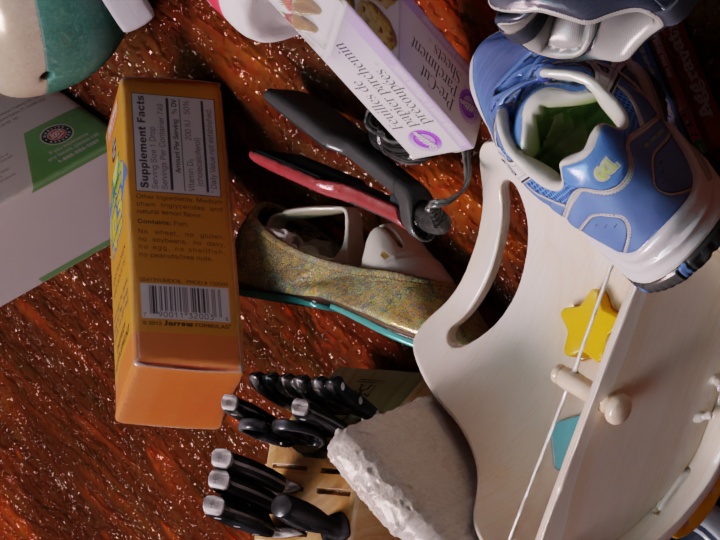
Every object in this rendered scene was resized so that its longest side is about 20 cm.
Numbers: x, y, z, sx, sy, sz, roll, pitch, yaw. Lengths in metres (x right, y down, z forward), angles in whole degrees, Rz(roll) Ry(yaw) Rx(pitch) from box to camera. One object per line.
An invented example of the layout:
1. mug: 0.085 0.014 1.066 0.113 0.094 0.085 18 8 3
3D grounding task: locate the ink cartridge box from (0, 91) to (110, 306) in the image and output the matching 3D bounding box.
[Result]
1. ink cartridge box: -0.265 -0.069 1.608 0.200 0.145 0.088 35 142 33

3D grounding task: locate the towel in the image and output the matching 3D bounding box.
1. towel: 0.068 0.116 1.258 0.133 0.200 0.035 49 115 14

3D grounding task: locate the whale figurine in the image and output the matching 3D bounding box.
1. whale figurine: -0.194 -0.202 1.470 0.159 0.103 0.201 101 155 -63

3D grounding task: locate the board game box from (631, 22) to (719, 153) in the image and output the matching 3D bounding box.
1. board game box: 0.096 -0.142 1.164 0.103 0.019 0.201 -10 107 58

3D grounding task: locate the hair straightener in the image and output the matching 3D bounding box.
1. hair straightener: 0.002 -0.070 1.304 0.200 0.041 0.077 32 112 60

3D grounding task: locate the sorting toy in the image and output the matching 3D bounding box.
1. sorting toy: 0.098 0.026 1.199 0.180 0.106 0.201 37 117 42

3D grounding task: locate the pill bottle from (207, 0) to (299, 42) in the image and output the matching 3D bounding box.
1. pill bottle: -0.082 -0.218 1.265 0.200 0.110 0.111 46 145 22

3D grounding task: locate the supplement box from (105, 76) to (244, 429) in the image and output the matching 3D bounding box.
1. supplement box: -0.108 -0.013 1.417 0.067 0.068 0.201 114 157 -52

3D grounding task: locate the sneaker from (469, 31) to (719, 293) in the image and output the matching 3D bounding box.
1. sneaker: 0.093 -0.069 1.088 0.077 0.076 0.200 40 -175 -32

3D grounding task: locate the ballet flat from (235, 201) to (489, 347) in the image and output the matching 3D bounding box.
1. ballet flat: 0.000 0.000 1.379 0.199 0.071 0.071 16 128 46

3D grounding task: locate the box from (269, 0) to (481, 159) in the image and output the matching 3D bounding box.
1. box: -0.009 -0.128 1.182 0.039 0.042 0.200 -9 139 36

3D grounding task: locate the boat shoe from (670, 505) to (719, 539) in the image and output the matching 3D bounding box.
1. boat shoe: 0.149 0.210 1.303 0.071 0.091 0.201 40 143 29

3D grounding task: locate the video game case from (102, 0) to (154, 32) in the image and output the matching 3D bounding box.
1. video game case: -0.182 -0.242 1.291 0.182 0.024 0.200 62 -178 42

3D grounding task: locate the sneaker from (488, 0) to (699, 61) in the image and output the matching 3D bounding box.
1. sneaker: 0.076 -0.175 1.048 0.202 0.077 0.147 36 99 33

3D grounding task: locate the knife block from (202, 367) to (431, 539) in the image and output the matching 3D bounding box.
1. knife block: -0.016 0.138 1.390 0.064 0.176 0.201 3 120 30
